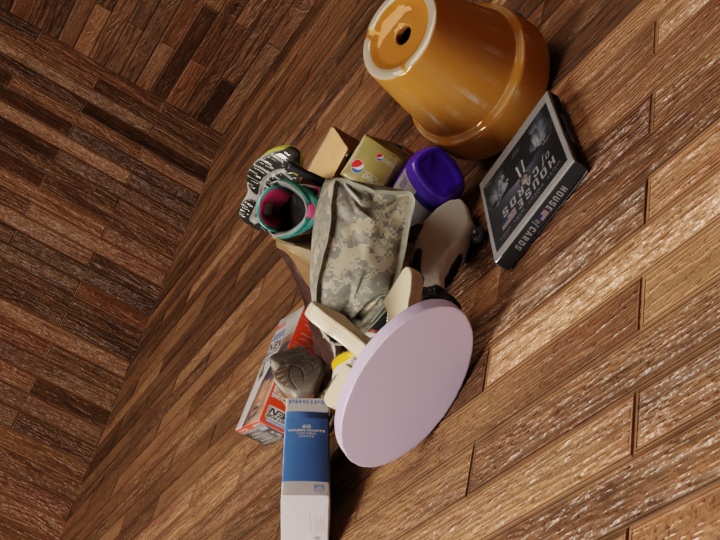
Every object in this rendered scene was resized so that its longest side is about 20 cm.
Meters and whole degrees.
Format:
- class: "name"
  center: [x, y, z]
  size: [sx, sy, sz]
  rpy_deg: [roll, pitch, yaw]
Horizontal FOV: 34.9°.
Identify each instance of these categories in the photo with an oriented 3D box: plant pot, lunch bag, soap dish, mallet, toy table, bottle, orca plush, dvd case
- class: "plant pot"
  center: [0.108, -0.265, 1.460]
  size: [0.199, 0.182, 0.202]
  rpy_deg: [-21, 60, 41]
- class: "lunch bag"
  center: [-0.007, -0.007, 1.401]
  size: [0.164, 0.116, 0.202]
  rpy_deg: [-151, 71, -83]
- class: "soap dish"
  center: [-0.026, -0.102, 1.808]
  size: [0.201, 0.157, 0.081]
  rpy_deg: [-61, 32, 4]
- class: "mallet"
  center: [-0.019, -0.117, 1.717]
  size: [0.066, 0.199, 0.042]
  rpy_deg: [13, 80, 62]
- class: "toy table"
  center: [0.028, 0.101, 1.267]
  size: [0.200, 0.184, 0.117]
  rpy_deg: [-48, 33, 4]
- class: "bottle"
  center: [0.079, -0.094, 1.566]
  size: [0.065, 0.084, 0.200]
  rpy_deg: [-34, -9, -22]
- class: "orca plush"
  center: [0.110, -0.004, 1.409]
  size: [0.104, 0.072, 0.201]
  rpy_deg: [-12, 34, 5]
- class: "dvd case"
  center: [0.196, -0.108, 1.334]
  size: [0.151, 0.025, 0.201]
  rpy_deg: [-55, 16, 25]

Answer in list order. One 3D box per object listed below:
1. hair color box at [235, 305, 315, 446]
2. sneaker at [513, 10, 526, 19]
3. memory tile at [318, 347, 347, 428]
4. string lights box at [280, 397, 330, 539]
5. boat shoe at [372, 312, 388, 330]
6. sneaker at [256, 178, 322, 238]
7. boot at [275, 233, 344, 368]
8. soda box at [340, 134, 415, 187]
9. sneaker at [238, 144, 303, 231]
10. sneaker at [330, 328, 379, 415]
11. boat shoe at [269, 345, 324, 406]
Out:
- class: "hair color box"
  center: [-0.118, 0.165, 1.797]
  size: [0.111, 0.064, 0.202]
  rpy_deg: [-31, 35, 60]
- class: "sneaker"
  center: [0.170, -0.271, 1.602]
  size: [0.201, 0.073, 0.082]
  rpy_deg: [-63, 16, -6]
- class: "memory tile"
  center: [-0.048, 0.178, 1.640]
  size: [0.201, 0.017, 0.153]
  rpy_deg: [-61, 16, 1]
- class: "string lights box"
  center: [-0.067, 0.256, 1.420]
  size: [0.201, 0.058, 0.104]
  rpy_deg: [-94, 6, -63]
- class: "boat shoe"
  center: [0.000, 0.000, 1.515]
  size: [0.075, 0.202, 0.060]
  rpy_deg: [-17, 4, 1]
- class: "sneaker"
  center: [-0.110, -0.087, 1.657]
  size: [0.199, 0.120, 0.085]
  rpy_deg: [0, 90, 48]
- class: "boot"
  center: [-0.071, 0.040, 1.642]
  size: [0.200, 0.072, 0.168]
  rpy_deg: [-150, 56, -64]
- class: "soda box"
  center: [0.042, -0.144, 1.646]
  size: [0.068, 0.064, 0.200]
  rpy_deg: [-58, -13, 11]
- class: "sneaker"
  center: [-0.133, -0.147, 1.803]
  size: [0.091, 0.078, 0.200]
  rpy_deg: [-58, 6, -35]
- class: "sneaker"
  center: [0.016, 0.134, 1.431]
  size: [0.200, 0.077, 0.083]
  rpy_deg: [130, 155, -59]
- class: "boat shoe"
  center: [-0.085, 0.163, 1.634]
  size: [0.200, 0.075, 0.073]
  rpy_deg: [-125, 22, -78]
